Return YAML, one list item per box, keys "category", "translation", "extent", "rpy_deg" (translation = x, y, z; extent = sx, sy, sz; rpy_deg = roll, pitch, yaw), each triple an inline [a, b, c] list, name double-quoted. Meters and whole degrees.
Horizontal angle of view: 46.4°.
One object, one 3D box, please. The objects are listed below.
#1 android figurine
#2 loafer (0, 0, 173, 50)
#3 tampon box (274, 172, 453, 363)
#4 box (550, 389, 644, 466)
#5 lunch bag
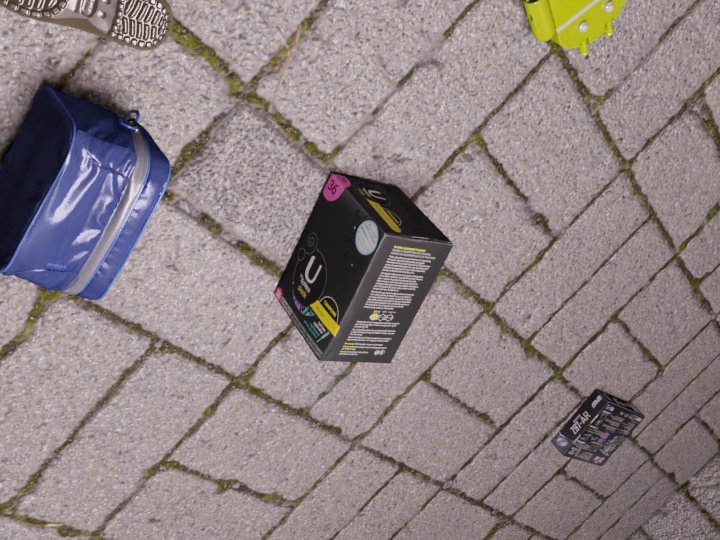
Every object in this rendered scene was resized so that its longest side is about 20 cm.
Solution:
- category: "android figurine"
  translation: [0.293, -0.377, 1.110]
  extent: [0.181, 0.041, 0.201]
  rpy_deg: [-36, 136, -5]
- category: "loafer"
  translation: [-0.272, -0.264, 0.777]
  extent: [0.198, 0.068, 0.077]
  rpy_deg: [22, 107, -28]
- category: "tampon box"
  translation: [0.000, 0.000, 1.128]
  extent: [0.125, 0.150, 0.202]
  rpy_deg: [6, 120, -39]
- category: "box"
  translation: [0.540, 0.359, 1.898]
  extent: [0.199, 0.044, 0.161]
  rpy_deg: [23, 109, -45]
- category: "lunch bag"
  translation: [-0.284, -0.081, 0.865]
  extent: [0.131, 0.136, 0.201]
  rpy_deg: [21, 110, -45]
